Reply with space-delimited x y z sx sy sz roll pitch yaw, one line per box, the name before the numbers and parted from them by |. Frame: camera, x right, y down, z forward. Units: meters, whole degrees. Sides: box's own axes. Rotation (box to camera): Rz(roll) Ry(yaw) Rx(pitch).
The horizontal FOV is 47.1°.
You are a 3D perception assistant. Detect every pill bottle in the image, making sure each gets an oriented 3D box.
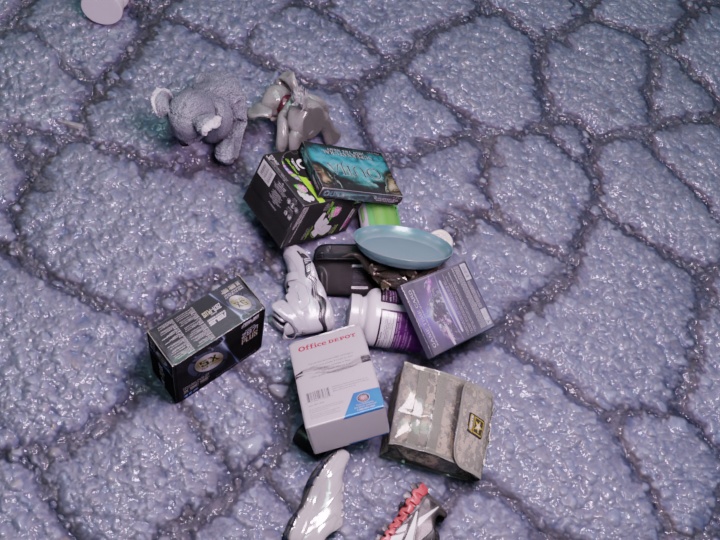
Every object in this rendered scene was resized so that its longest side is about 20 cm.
pill bottle | -0.603 -0.694 1.972 0.112 0.115 0.203 4 58 -8
pill bottle | 0.074 0.098 1.620 0.196 0.113 0.114 9 58 -5

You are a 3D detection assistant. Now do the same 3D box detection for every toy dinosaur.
toy dinosaur | 0.060 0.011 1.605 0.196 0.102 0.078 6 94 3

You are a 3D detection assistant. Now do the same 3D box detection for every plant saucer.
plant saucer | 0.082 -0.044 1.606 0.196 0.028 0.201 7 21 -3

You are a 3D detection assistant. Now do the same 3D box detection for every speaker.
speaker | 0.037 -0.122 1.763 0.087 0.089 0.203 -3 60 -12

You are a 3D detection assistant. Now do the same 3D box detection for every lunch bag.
lunch bag | 0.150 0.282 1.521 0.197 0.118 0.166 16 63 -4

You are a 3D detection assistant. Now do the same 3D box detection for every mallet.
mallet | -0.059 0.257 1.549 0.065 0.041 0.201 24 53 7

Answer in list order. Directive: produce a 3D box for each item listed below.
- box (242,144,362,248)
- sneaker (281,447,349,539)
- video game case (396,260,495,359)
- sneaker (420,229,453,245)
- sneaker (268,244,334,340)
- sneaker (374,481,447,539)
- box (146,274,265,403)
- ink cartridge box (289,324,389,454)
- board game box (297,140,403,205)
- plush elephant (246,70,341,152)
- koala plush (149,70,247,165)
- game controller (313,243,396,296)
box | -0.110 -0.157 1.696 0.198 0.125 0.149 -17 61 -46
sneaker | -0.063 0.408 1.444 0.086 0.075 0.202 30 65 -5
video game case | 0.166 0.071 1.572 0.198 0.019 0.145 -19 82 -43
sneaker | 0.107 -0.007 1.721 0.198 0.085 0.076 -31 80 1
sneaker | -0.137 0.044 1.635 0.113 0.075 0.202 -18 67 -22
sneaker | 0.081 0.466 1.423 0.097 0.071 0.201 33 58 13
box | -0.278 0.126 1.508 0.199 0.165 0.086 -33 69 -26
ink cartridge box | -0.041 0.211 1.499 0.142 0.085 0.202 -15 44 -3
board game box | -0.019 -0.197 1.681 0.197 0.028 0.136 2 48 -34
plush elephant | -0.160 -0.346 1.826 0.154 0.201 0.165 33 64 32
koala plush | -0.338 -0.327 1.715 0.176 0.186 0.200 29 18 10
game controller | 0.000 0.000 1.675 0.196 0.042 0.106 1 97 6
